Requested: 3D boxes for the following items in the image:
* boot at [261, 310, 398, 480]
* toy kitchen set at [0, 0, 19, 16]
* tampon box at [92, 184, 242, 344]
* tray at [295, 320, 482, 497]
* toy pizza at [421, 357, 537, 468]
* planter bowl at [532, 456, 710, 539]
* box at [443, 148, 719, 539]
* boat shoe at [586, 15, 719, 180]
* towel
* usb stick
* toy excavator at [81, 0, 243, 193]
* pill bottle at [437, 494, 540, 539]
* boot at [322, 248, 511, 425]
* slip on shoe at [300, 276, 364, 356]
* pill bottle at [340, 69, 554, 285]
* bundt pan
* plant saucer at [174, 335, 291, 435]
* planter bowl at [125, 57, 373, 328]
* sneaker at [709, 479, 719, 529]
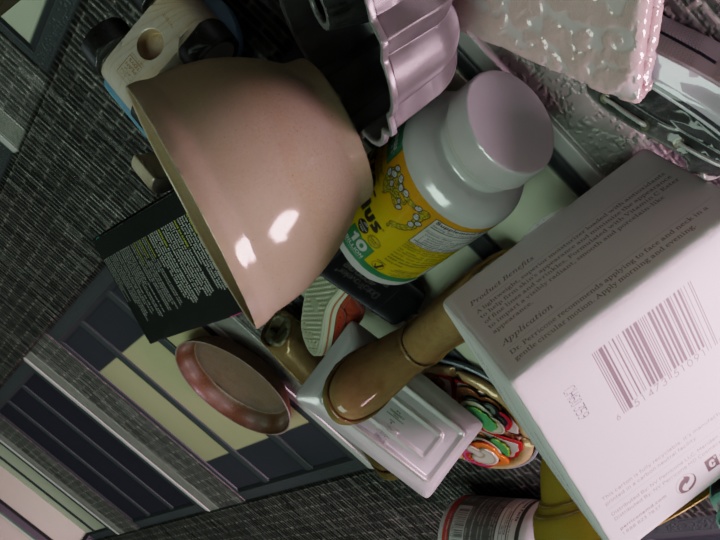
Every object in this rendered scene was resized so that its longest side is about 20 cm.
[{"bbox_3d":[-0.027,0.147,1.041,0.201,0.066,0.175,48,168,-20],"label":"boot"},{"bbox_3d":[-0.383,-0.318,0.746,0.200,0.164,0.179,46,144,-17],"label":"toy kitchen set"},{"bbox_3d":[-0.146,-0.031,0.883,0.198,0.149,0.128,-17,106,49],"label":"tampon box"},{"bbox_3d":[0.035,0.156,0.955,0.199,0.108,0.022,39,-178,-14],"label":"tray"},{"bbox_3d":[0.117,0.178,1.041,0.197,0.032,0.202,23,144,17],"label":"toy pizza"},{"bbox_3d":[0.226,0.176,0.792,0.200,0.198,0.085,-37,77,54],"label":"planter bowl"},{"bbox_3d":[0.201,0.060,0.654,0.201,0.197,0.131,54,-179,-28],"label":"box"},{"bbox_3d":[0.241,-0.096,0.578,0.199,0.072,0.072,38,144,13],"label":"boat shoe"},{"bbox_3d":[0.099,-0.216,0.536,0.199,0.032,0.193,35,150,33],"label":"towel"},{"bbox_3d":[0.000,0.000,0.848,0.199,0.055,0.033,36,-162,-50],"label":"usb stick"},{"bbox_3d":[-0.170,-0.158,0.812,0.100,0.195,0.200,47,-169,13],"label":"toy excavator"},{"bbox_3d":[0.202,0.346,1.097,0.197,0.117,0.117,-10,127,46],"label":"pill bottle"},{"bbox_3d":[0.060,0.063,0.841,0.067,0.174,0.200,51,148,4],"label":"boot"},{"bbox_3d":[-0.018,0.012,0.936,0.075,0.060,0.203,56,146,35],"label":"slip on shoe"},{"bbox_3d":[0.063,-0.073,0.713,0.112,0.114,0.199,40,146,-10],"label":"pill bottle"},{"bbox_3d":[0.002,-0.193,0.594,0.204,0.075,0.203,59,168,20],"label":"bundt pan"},{"bbox_3d":[-0.178,0.161,1.267,0.196,0.035,0.203,22,143,17],"label":"plant saucer"},{"bbox_3d":[-0.073,-0.079,0.671,0.202,0.133,0.201,56,169,17],"label":"planter bowl"},{"bbox_3d":[0.351,0.167,0.699,0.138,0.202,0.078,32,129,-8],"label":"sneaker"}]
